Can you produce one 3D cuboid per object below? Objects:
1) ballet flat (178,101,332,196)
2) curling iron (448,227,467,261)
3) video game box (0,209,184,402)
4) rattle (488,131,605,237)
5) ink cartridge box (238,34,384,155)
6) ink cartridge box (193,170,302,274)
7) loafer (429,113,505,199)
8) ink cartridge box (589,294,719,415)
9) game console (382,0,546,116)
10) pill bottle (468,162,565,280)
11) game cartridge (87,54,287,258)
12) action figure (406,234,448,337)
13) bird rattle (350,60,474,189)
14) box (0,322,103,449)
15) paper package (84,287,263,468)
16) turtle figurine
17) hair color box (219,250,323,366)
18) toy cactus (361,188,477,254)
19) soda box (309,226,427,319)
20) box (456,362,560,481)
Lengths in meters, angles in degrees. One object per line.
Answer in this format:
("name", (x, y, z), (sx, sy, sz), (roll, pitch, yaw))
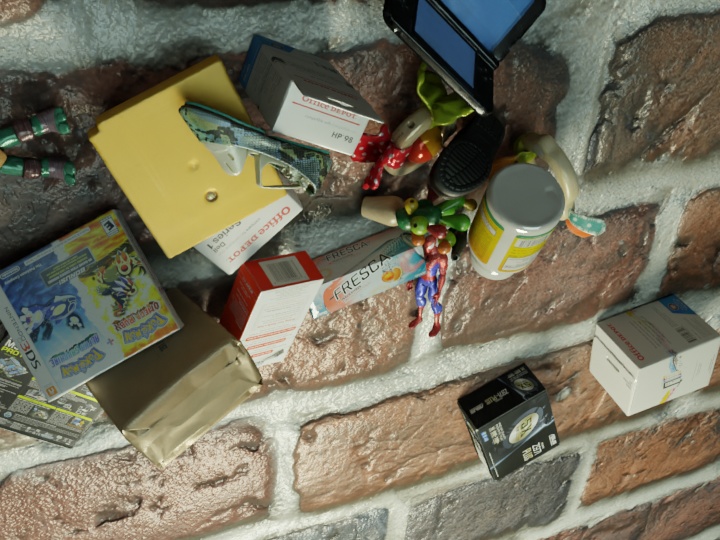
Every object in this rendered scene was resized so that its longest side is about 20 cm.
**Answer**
("ballet flat", (-0.122, -0.134, 0.916), (0.199, 0.074, 0.074), (15, 116, -30))
("curling iron", (0.147, -0.039, 1.205), (0.050, 0.200, 0.026), (-39, 98, 12))
("video game box", (-0.366, 0.046, 1.038), (0.199, 0.047, 0.183), (-30, 96, -3))
("rattle", (0.276, -0.103, 1.219), (0.143, 0.130, 0.201), (-39, 113, -28))
("ink cartridge box", (-0.065, -0.208, 0.957), (0.115, 0.200, 0.067), (12, 118, -32))
("ink cartridge box", (-0.195, -0.111, 1.043), (0.145, 0.084, 0.200), (-41, 131, 6))
("loafer", (0.149, -0.156, 1.129), (0.073, 0.200, 0.071), (45, 136, -4))
("ink cartridge box", (0.595, 0.172, 1.601), (0.199, 0.147, 0.145), (-17, 130, -14))
("game console", (0.140, -0.332, 1.003), (0.200, 0.177, 0.116), (37, 132, -27))
("pill bottle", (0.223, -0.063, 1.171), (0.112, 0.113, 0.200), (-19, 158, -12))
("game cartridge", (-0.205, -0.133, 0.950), (0.176, 0.032, 0.201), (-29, 127, -5))
("action figure", (0.112, 0.024, 1.309), (0.052, 0.065, 0.201), (-36, 140, -39))
("bird rattle", (0.079, -0.183, 1.103), (0.200, 0.113, 0.163), (-51, 161, 2))
("box", (-0.466, 0.168, 1.146), (0.200, 0.044, 0.160), (32, 106, -39))
("paper package", (-0.268, 0.144, 1.091), (0.190, 0.200, 0.104), (-39, 129, -18))
("turtle figurine", (-0.438, -0.126, 0.904), (0.199, 0.101, 0.150), (-21, 147, -31))
("hair color box", (-0.144, 0.065, 1.170), (0.110, 0.064, 0.200), (-12, 143, -38))
("toy cactus", (0.082, -0.091, 1.164), (0.164, 0.200, 0.103), (9, 116, 16))
("soda box", (0.000, 0.000, 1.231), (0.199, 0.068, 0.064), (-22, 131, -8))
("box", (0.306, 0.314, 1.606), (0.163, 0.086, 0.201), (-28, 131, -5))
